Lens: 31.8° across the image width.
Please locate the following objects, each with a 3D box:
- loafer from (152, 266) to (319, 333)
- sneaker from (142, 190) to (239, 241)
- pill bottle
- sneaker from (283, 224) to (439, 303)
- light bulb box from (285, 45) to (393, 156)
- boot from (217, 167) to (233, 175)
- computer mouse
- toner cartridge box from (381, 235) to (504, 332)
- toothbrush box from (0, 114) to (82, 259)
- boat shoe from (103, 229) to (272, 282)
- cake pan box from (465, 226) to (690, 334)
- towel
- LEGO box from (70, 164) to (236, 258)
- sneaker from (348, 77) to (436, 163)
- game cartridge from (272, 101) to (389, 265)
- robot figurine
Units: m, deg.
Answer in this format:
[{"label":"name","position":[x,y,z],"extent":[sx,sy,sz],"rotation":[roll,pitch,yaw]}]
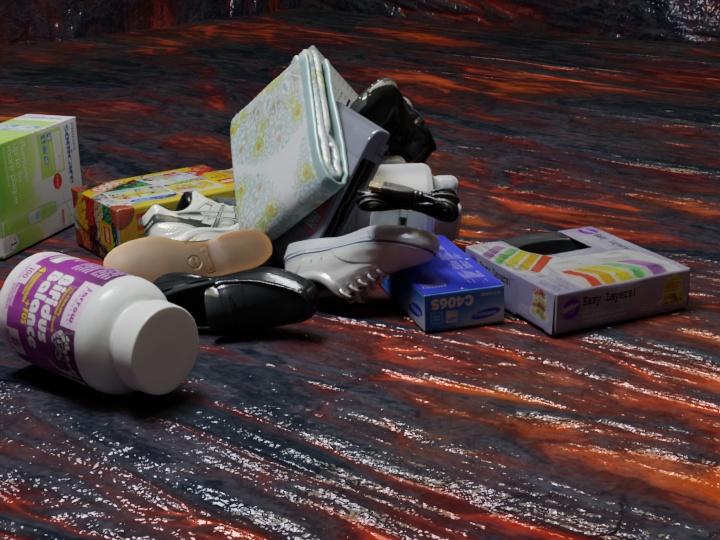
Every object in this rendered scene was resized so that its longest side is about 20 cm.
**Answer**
[{"label":"loafer","position":[-0.139,0.038,1.327],"extent":[0.197,0.069,0.071],"rotation":[0,25,21]},{"label":"sneaker","position":[-0.181,-0.064,1.559],"extent":[0.199,0.089,0.075],"rotation":[-18,-15,-48]},{"label":"pill bottle","position":[-0.249,0.054,1.205],"extent":[0.198,0.114,0.112],"rotation":[13,23,39]},{"label":"sneaker","position":[0.000,0.000,1.384],"extent":[0.198,0.072,0.073],"rotation":[-10,-25,36]},{"label":"light bulb box","position":[-0.048,-0.179,1.715],"extent":[0.124,0.200,0.199],"rotation":[-40,11,15]},{"label":"boot","position":[-0.114,-0.113,1.811],"extent":[0.165,0.073,0.199],"rotation":[23,26,26]},{"label":"computer mouse","position":[0.048,-0.051,1.392],"extent":[0.108,0.045,0.200],"rotation":[5,-12,1]},{"label":"toner cartridge box","position":[0.083,0.011,1.421],"extent":[0.093,0.044,0.200],"rotation":[-8,19,-14]},{"label":"toothbrush box","position":[-0.458,-0.116,1.679],"extent":[0.085,0.148,0.200],"rotation":[4,18,18]},{"label":"boat shoe","position":[-0.199,0.001,1.452],"extent":[0.197,0.071,0.070],"rotation":[-5,-21,-21]},{"label":"cake pan box","position":[0.237,0.006,1.417],"extent":[0.181,0.053,0.200],"rotation":[-7,19,-23]},{"label":"towel","position":[-0.089,-0.143,1.514],"extent":[0.048,0.203,0.171],"rotation":[17,-39,-36]},{"label":"LEGO box","position":[-0.255,-0.073,1.646],"extent":[0.198,0.078,0.148],"rotation":[-14,22,-34]},{"label":"sneaker","position":[0.050,-0.184,1.616],"extent":[0.088,0.076,0.200],"rotation":[49,15,15]},{"label":"game cartridge","position":[-0.048,-0.097,1.507],"extent":[0.041,0.202,0.133],"rotation":[22,10,-34]},{"label":"robot figurine","position":[0.025,-0.074,1.569],"extent":[0.196,0.114,0.172],"rotation":[-1,51,-3]}]
